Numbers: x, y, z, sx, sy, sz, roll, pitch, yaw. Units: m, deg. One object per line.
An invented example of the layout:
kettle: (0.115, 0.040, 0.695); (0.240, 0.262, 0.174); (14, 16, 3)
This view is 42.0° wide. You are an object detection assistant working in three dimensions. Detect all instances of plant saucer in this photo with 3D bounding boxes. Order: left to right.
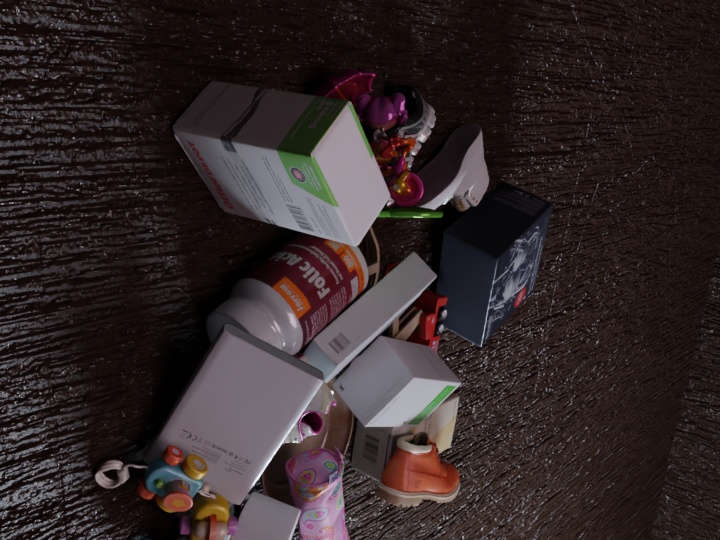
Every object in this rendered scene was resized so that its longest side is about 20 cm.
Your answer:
plant saucer: (-0.084, 0.243, 1.345); (0.200, 0.037, 0.201); (-27, 125, -46)

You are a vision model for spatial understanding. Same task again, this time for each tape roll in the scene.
tape roll: (-0.145, 0.395, 1.217); (0.202, 0.070, 0.203); (21, 90, -88)

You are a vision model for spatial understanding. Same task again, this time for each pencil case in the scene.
pencil case: (-0.054, 0.345, 1.327); (0.087, 0.087, 0.201); (-33, 130, -42)

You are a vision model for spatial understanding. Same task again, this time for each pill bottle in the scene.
pill bottle: (-0.091, 0.037, 1.172); (0.200, 0.114, 0.115); (-42, 136, -38)

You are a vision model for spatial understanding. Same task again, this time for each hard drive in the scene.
hard drive: (-0.149, 0.172, 1.098); (0.131, 0.026, 0.200); (29, 108, -15)

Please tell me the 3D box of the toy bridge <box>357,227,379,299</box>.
toy bridge: (0.000, 0.000, 1.359); (0.067, 0.027, 0.201); (-27, 127, -47)

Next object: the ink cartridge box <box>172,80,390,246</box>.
ink cartridge box: (-0.086, -0.120, 1.031); (0.084, 0.199, 0.146); (-56, 143, -25)

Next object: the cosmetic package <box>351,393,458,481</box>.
cosmetic package: (0.076, 0.264, 1.549); (0.200, 0.071, 0.106); (-15, 118, -51)

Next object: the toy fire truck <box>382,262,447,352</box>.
toy fire truck: (0.079, 0.087, 1.492); (0.141, 0.049, 0.201); (-8, 112, -53)

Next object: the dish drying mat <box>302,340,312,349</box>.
dish drying mat: (-0.115, 0.099, 1.251); (0.200, 0.018, 0.077); (-36, 133, -41)

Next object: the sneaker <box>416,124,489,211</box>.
sneaker: (0.145, -0.124, 1.467); (0.200, 0.073, 0.116); (-50, 137, -31)

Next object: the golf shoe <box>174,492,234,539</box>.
golf shoe: (-0.195, 0.304, 1.207); (0.097, 0.078, 0.201); (-21, 126, -77)

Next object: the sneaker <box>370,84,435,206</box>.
sneaker: (0.037, -0.176, 1.295); (0.201, 0.073, 0.088); (-62, 144, -21)

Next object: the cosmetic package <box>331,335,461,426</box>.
cosmetic package: (0.057, 0.167, 1.388); (0.108, 0.085, 0.200); (-46, 157, 13)

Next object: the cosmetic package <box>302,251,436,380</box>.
cosmetic package: (0.000, 0.076, 1.265); (0.200, 0.052, 0.151); (-40, 171, -30)

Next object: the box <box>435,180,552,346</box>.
box: (0.218, -0.011, 1.562); (0.182, 0.104, 0.201); (-40, 147, -37)

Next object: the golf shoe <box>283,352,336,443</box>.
golf shoe: (-0.104, 0.196, 1.193); (0.200, 0.091, 0.075); (-54, 169, 35)

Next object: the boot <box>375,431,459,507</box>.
boot: (0.107, 0.310, 1.490); (0.200, 0.075, 0.108); (11, 94, -56)

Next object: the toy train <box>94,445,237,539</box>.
toy train: (-0.226, 0.299, 1.095); (0.149, 0.056, 0.201); (-18, 122, -4)

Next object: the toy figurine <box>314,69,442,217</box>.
toy figurine: (0.007, -0.160, 1.179); (0.150, 0.199, 0.185); (-16, 108, -74)
